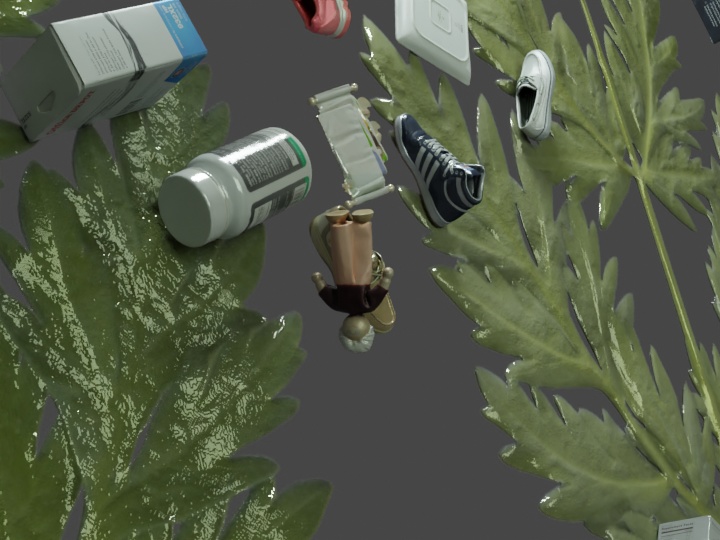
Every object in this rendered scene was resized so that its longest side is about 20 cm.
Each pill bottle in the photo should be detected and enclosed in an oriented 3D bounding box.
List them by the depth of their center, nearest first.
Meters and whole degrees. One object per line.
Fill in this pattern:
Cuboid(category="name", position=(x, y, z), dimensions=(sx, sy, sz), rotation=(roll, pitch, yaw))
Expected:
Cuboid(category="pill bottle", position=(-0.163, -0.110, 1.284), dimensions=(0.199, 0.112, 0.114), rotation=(-33, 95, -48))

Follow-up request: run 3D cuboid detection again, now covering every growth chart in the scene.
Cuboid(category="growth chart", position=(-0.009, -0.202, 1.554), dimensions=(0.144, 0.018, 0.202), rotation=(-17, 84, -48))

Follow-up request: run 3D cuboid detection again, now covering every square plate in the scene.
Cuboid(category="square plate", position=(0.141, -0.471, 1.826), dimensions=(0.197, 0.028, 0.203), rotation=(22, 58, -37))

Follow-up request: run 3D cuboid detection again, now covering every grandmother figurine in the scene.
Cuboid(category="grandmother figurine", position=(-0.013, 0.018, 1.378), dimensions=(0.060, 0.120, 0.203), rotation=(-26, 114, -59))

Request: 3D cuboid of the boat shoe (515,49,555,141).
Cuboid(category="boat shoe", position=(0.344, -0.359, 1.942), dimensions=(0.066, 0.073, 0.203), rotation=(20, 59, -40))

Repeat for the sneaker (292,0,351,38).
Cuboid(category="sneaker", position=(-0.081, -0.472, 1.568), dimensions=(0.086, 0.073, 0.203), rotation=(-15, 82, -46))

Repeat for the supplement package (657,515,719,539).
Cuboid(category="supplement package", position=(0.598, 0.559, 1.738), dimensions=(0.114, 0.109, 0.202), rotation=(41, 47, -24))

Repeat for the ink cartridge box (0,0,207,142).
Cuboid(category="ink cartridge box", position=(-0.308, -0.243, 1.177), dimensions=(0.199, 0.144, 0.084), rotation=(-31, 93, -48))

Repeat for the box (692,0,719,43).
Cuboid(category="box", position=(1.065, -0.790, 2.782), dimensions=(0.117, 0.199, 0.198), rotation=(-33, 96, -48))

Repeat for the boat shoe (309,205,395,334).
Cuboid(category="boat shoe", position=(0.000, 0.000, 1.432), dimensions=(0.072, 0.065, 0.202), rotation=(-34, 97, -47))

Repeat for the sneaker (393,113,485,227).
Cuboid(category="sneaker", position=(0.136, -0.184, 1.623), dimensions=(0.070, 0.108, 0.202), rotation=(-21, 87, -48))
